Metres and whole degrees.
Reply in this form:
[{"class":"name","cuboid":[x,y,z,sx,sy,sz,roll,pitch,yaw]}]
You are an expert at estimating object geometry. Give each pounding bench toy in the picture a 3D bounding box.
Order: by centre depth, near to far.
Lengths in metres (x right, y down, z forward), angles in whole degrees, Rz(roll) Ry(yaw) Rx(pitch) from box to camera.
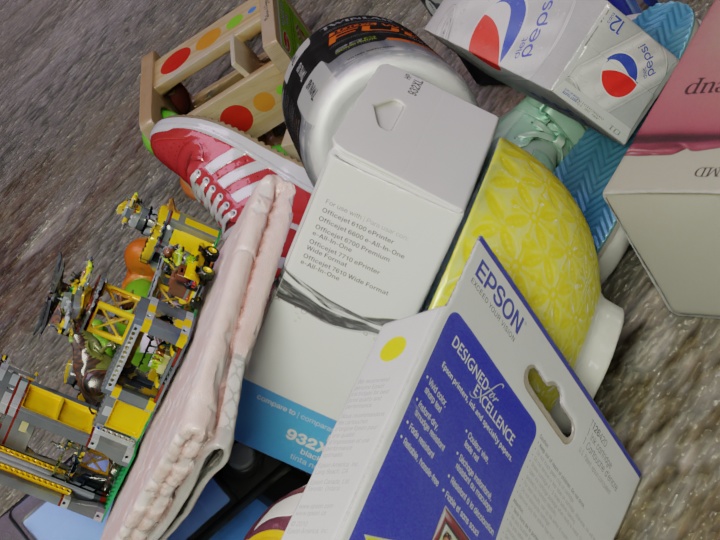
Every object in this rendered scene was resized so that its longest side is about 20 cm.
[{"class":"pounding bench toy","cuboid":[-0.101,-0.119,1.212,0.155,0.124,0.201,-29,34,14]}]

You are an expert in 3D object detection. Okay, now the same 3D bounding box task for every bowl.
[{"class":"bowl","cuboid":[0.087,0.037,0.833,0.200,0.107,0.202,25,-90,-88]}]

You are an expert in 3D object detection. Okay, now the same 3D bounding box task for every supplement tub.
[{"class":"supplement tub","cuboid":[0.009,-0.110,1.013,0.122,0.123,0.200,-36,20,3]}]

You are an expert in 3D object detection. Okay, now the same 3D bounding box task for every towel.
[{"class":"towel","cuboid":[-0.096,0.071,0.831,0.200,0.032,0.192,125,164,-45]}]

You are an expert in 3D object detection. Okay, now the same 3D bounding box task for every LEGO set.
[{"class":"LEGO set","cuboid":[-0.172,0.042,0.862,0.154,0.115,0.201,-80,17,-51]}]

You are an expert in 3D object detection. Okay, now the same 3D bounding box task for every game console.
[{"class":"game console","cuboid":[-0.136,0.159,0.893,0.200,0.117,0.176,-40,67,-13]}]

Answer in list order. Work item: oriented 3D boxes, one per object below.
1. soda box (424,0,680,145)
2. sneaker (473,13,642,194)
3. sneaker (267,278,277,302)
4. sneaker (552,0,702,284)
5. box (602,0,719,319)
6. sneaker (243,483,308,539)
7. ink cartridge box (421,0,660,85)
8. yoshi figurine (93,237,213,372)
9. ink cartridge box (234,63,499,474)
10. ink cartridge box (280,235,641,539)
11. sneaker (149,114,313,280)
[{"class":"soda box","cuboid":[0.117,-0.147,0.934,0.064,0.068,0.200,-56,28,6]},{"class":"sneaker","cuboid":[0.140,-0.084,0.978,0.200,0.074,0.119,-37,25,20]},{"class":"sneaker","cuboid":[-0.025,0.016,1.024,0.199,0.071,0.098,-30,34,9]},{"class":"sneaker","cuboid":[0.180,-0.065,0.924,0.076,0.080,0.201,29,91,54]},{"class":"box","cuboid":[0.251,-0.079,0.834,0.127,0.109,0.201,4,51,46]},{"class":"sneaker","cuboid":[-0.049,0.194,0.786,0.090,0.075,0.201,-49,-8,-51]},{"class":"ink cartridge box","cuboid":[0.140,-0.184,1.080,0.199,0.100,0.039,8,55,50]},{"class":"yoshi figurine","cuboid":[-0.149,0.061,1.061,0.111,0.112,0.201,-14,42,22]},{"class":"ink cartridge box","cuboid":[0.000,0.000,0.860,0.145,0.083,0.201,-64,-2,-60]},{"class":"ink cartridge box","cuboid":[0.054,0.124,0.700,0.047,0.198,0.201,-6,44,38]},{"class":"sneaker","cuboid":[-0.097,-0.039,1.104,0.199,0.071,0.113,24,67,18]}]
